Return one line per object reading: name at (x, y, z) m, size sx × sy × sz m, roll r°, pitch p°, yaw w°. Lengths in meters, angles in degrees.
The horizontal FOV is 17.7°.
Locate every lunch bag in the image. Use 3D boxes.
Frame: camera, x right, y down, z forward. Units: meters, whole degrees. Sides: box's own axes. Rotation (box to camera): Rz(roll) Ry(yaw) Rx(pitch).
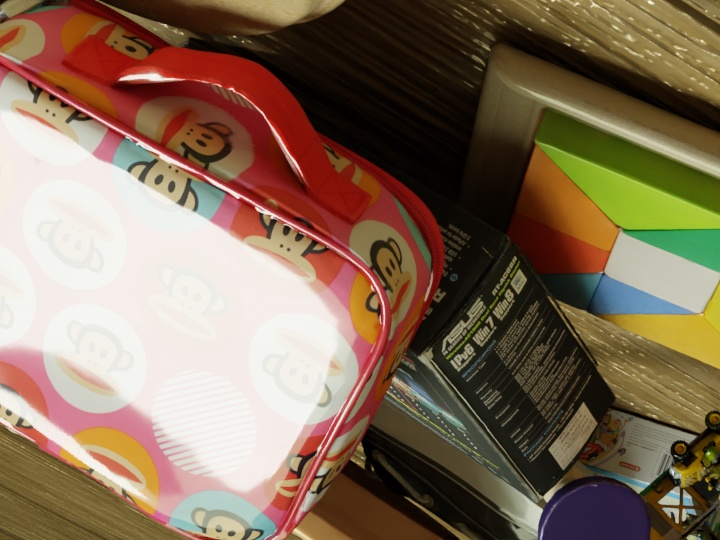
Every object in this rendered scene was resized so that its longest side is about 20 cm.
lunch bag at (-0.075, -0.008, 0.855) m, size 0.199 × 0.082 × 0.177 m, roll 31°, pitch 125°, yaw 6°

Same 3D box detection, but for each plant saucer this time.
plant saucer at (-0.012, 0.118, 1.182) m, size 0.200 × 0.038 × 0.200 m, roll 33°, pitch 178°, yaw 1°

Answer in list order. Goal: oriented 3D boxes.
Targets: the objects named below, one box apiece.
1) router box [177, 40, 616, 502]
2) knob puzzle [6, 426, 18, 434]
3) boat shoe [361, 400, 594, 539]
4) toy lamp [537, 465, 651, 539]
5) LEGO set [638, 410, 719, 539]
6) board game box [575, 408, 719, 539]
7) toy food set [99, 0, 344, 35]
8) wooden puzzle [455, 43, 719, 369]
router box at (0.000, 0.000, 0.987) m, size 0.200 × 0.062 × 0.150 m, roll 33°, pitch 170°, yaw 34°
knob puzzle at (-0.194, 0.067, 1.233) m, size 0.218 × 0.031 × 0.220 m, roll 8°, pitch -177°, yaw 0°
boat shoe at (0.029, 0.087, 1.185) m, size 0.200 × 0.071 × 0.064 m, roll 38°, pitch 124°, yaw 8°
toy lamp at (0.080, 0.081, 1.082) m, size 0.058 × 0.058 × 0.200 m, roll 32°, pitch -168°, yaw -22°
LEGO set at (0.190, 0.158, 1.107) m, size 0.116 × 0.153 × 0.200 m, roll 46°, pitch 160°, yaw 25°
board game box at (0.102, 0.102, 1.262) m, size 0.199 × 0.034 × 0.135 m, roll 17°, pitch 160°, yaw 22°
toy food set at (-0.087, -0.148, 0.786) m, size 0.197 × 0.049 × 0.200 m, roll 15°, pitch 160°, yaw 28°
wooden puzzle at (0.125, -0.008, 0.920) m, size 0.184 × 0.037 × 0.200 m, roll 23°, pitch 162°, yaw 6°
